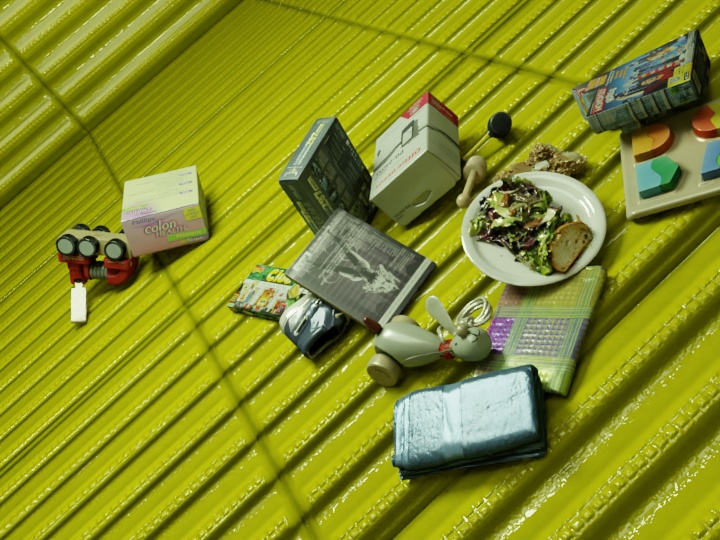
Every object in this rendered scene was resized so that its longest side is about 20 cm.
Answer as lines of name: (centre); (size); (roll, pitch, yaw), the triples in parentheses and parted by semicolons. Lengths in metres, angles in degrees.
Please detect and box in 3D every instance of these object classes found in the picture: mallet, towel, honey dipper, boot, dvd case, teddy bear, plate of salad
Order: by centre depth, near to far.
towel: (0.130, 0.185, 0.948); (0.199, 0.049, 0.113); (-20, 47, 30)
towel: (0.233, 0.072, 1.013); (0.143, 0.023, 0.201); (-2, 49, 41)
plate of salad: (0.236, -0.067, 1.075); (0.198, 0.048, 0.202); (-9, 53, 12)
teddy bear: (0.256, -0.123, 1.193); (0.144, 0.067, 0.200); (16, 55, 39)
honey dipper: (0.174, -0.140, 1.239); (0.038, 0.038, 0.200); (-23, 15, 23)
dvd case: (0.000, 0.000, 1.239); (0.199, 0.016, 0.149); (30, 70, 23)
boot: (-0.034, 0.054, 1.262); (0.200, 0.073, 0.090); (-44, 47, -3)
mallet: (0.186, -0.197, 1.361); (0.200, 0.041, 0.066); (-45, -3, 12)

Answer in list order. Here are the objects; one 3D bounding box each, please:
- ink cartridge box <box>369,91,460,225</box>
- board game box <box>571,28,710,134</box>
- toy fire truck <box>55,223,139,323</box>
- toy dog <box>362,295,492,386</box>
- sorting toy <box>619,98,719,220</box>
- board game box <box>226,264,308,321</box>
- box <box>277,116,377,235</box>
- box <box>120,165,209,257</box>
ink cartridge box: (0.096, -0.197, 1.366); (0.145, 0.083, 0.201); (-39, 27, 32)
board game box: (0.411, -0.264, 1.171); (0.199, 0.062, 0.200); (-18, 25, 36)
toy fire truck: (-0.613, 0.011, 1.812); (0.174, 0.202, 0.129); (5, 23, 3)
toy dog: (0.077, 0.087, 1.061); (0.199, 0.096, 0.133); (-28, 31, 30)
sorting toy: (0.449, -0.165, 1.069); (0.184, 0.037, 0.201); (-17, 39, 30)
board game box: (-0.157, 0.041, 1.423); (0.199, 0.024, 0.105); (6, 52, 47)
box: (-0.047, -0.142, 1.370); (0.051, 0.201, 0.159); (0, 50, 36)
box: (-0.448, -0.140, 1.792); (0.174, 0.097, 0.201); (-14, 34, -6)
